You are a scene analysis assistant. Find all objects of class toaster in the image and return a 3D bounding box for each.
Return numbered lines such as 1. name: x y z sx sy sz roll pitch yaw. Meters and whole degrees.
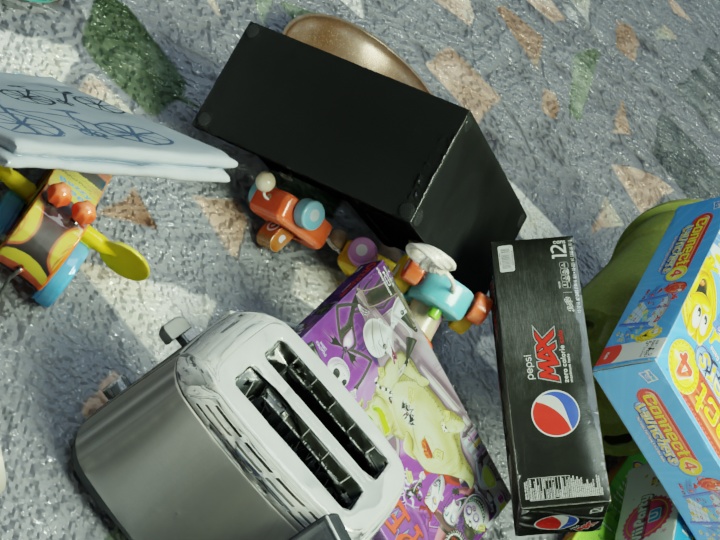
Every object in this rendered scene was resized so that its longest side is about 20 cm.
1. toaster: -0.064 0.123 0.836 0.200 0.129 0.114 50 35 2

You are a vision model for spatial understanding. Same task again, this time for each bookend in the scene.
1. bookend: 0.006 -0.077 1.096 0.199 0.093 0.199 26 -9 25

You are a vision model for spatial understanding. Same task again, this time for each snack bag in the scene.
1. snack bag: -0.206 -0.095 0.892 0.199 0.022 0.188 25 16 33

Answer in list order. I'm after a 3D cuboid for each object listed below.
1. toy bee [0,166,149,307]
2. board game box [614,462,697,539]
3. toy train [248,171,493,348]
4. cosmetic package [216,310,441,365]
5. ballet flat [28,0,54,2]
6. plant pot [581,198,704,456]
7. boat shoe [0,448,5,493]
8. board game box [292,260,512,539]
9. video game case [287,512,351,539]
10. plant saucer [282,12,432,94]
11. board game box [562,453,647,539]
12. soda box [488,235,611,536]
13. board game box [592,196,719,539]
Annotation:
1. toy bee: -0.184 -0.022 0.864 0.130 0.109 0.202 24 41 -32
2. board game box: 0.276 0.262 1.101 0.200 0.064 0.148 49 36 -16
3. toy train: 0.000 0.000 1.050 0.199 0.056 0.150 24 -9 41
4. cosmetic package: -0.017 0.089 0.990 0.199 0.051 0.083 14 49 -41
5. ballet flat: -0.276 -0.243 1.005 0.199 0.075 0.068 9 49 -43
6. plant pot: 0.250 0.063 1.211 0.183 0.200 0.201 -27 77 -43
7. boat shoe: -0.270 0.046 0.751 0.092 0.075 0.201 -24 78 -34
8. board game box: 0.022 0.109 0.955 0.120 0.032 0.201 -41 109 -36
9. video game case: -0.022 0.252 0.747 0.201 0.142 0.019 60 20 17
10. plant saucer: 0.000 -0.135 1.240 0.199 0.037 0.202 30 38 -27
11. board game box: 0.226 0.214 1.158 0.096 0.030 0.200 51 37 2
12. soda box: 0.131 0.080 1.007 0.062 0.071 0.202 -4 63 1
13. board game box: 0.275 0.082 1.067 0.201 0.056 0.196 55 47 -21
